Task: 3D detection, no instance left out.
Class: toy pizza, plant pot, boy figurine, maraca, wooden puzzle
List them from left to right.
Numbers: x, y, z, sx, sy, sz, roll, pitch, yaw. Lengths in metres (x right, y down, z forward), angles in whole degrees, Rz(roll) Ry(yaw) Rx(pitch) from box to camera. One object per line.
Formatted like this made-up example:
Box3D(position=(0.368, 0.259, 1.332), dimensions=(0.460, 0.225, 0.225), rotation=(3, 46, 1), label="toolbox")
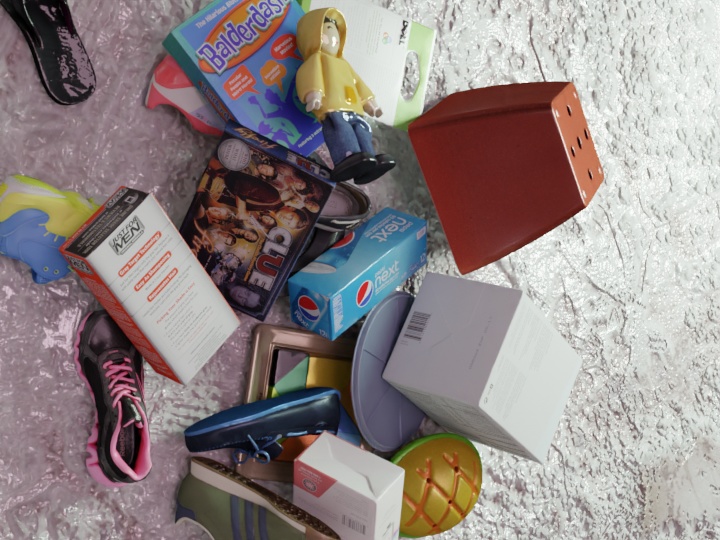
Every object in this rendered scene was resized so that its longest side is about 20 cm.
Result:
Box3D(position=(-0.055, 0.171, 1.382), dimensions=(0.198, 0.037, 0.188), rotation=(12, 83, -31), label="wooden puzzle")
Box3D(position=(-0.021, -0.195, 1.231), dimensions=(0.124, 0.064, 0.202), rotation=(5, 65, -49), label="boy figurine")
Box3D(position=(0.037, 0.127, 1.415), dimensions=(0.199, 0.031, 0.203), rotation=(-8, 100, -56), label="toy pizza")
Box3D(position=(0.070, 0.281, 1.418), dimensions=(0.198, 0.107, 0.139), rotation=(-18, 108, -22), label="maraca")
Box3D(position=(0.199, -0.137, 1.419), dimensions=(0.200, 0.174, 0.202), rotation=(-44, 115, -60), label="plant pot")

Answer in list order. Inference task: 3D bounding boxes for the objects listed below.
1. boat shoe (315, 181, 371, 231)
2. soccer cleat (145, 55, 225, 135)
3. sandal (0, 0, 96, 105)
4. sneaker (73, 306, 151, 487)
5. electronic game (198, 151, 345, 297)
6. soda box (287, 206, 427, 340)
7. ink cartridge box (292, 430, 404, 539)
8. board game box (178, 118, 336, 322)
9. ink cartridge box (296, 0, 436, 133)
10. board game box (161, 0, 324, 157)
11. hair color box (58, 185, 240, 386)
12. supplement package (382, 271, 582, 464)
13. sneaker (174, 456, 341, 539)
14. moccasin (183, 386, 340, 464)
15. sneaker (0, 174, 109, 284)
Box3D(position=(-0.080, -0.091, 1.311), dimensions=(0.198, 0.060, 0.075), rotation=(18, 73, -28), label="boat shoe")
Box3D(position=(-0.155, -0.182, 1.310), dimensions=(0.199, 0.067, 0.077), rotation=(28, 104, -23), label="soccer cleat")
Box3D(position=(-0.340, -0.279, 1.207), dimensions=(0.075, 0.048, 0.202), rotation=(-34, 107, -28), label="sandal")
Box3D(position=(-0.261, 0.140, 1.222), dimensions=(0.078, 0.095, 0.203), rotation=(-8, 92, -30), label="sneaker")
Box3D(position=(-0.105, -0.068, 1.352), dimensions=(0.198, 0.041, 0.203), rotation=(5, 79, -30), label="electronic game")
Box3D(position=(0.000, 0.000, 1.367), dimensions=(0.200, 0.067, 0.065), rotation=(-37, 137, -40), label="soda box")
Box3D(position=(-0.018, 0.304, 1.326), dimensions=(0.067, 0.115, 0.202), rotation=(-39, 143, -46), label="ink cartridge box")
Box3D(position=(-0.127, -0.051, 1.248), dimensions=(0.134, 0.035, 0.201), rotation=(25, 120, -9), label="board game box")
Box3D(position=(-0.014, -0.258, 1.394), dimensions=(0.198, 0.075, 0.150), rotation=(15, 81, -31), label="ink cartridge box")
Box3D(position=(-0.104, -0.223, 1.269), dimensions=(0.152, 0.045, 0.201), rotation=(-42, 99, -23), label="board game box")
Box3D(position=(-0.222, 0.018, 1.202), dimensions=(0.102, 0.061, 0.201), rotation=(-48, 131, -24), label="hair color box")
Box3D(position=(0.158, 0.124, 1.414), dimensions=(0.200, 0.149, 0.153), rotation=(43, 66, -47), label="supplement package")
Box3D(position=(-0.125, 0.297, 1.278), dimensions=(0.198, 0.067, 0.091), rotation=(27, 89, 13), label="sneaker")
Box3D(position=(-0.105, 0.189, 1.297), dimensions=(0.198, 0.080, 0.069), rotation=(-11, 97, -25), label="moccasin")
Box3D(position=(-0.308, -0.032, 1.221), dimensions=(0.198, 0.076, 0.106), rotation=(18, 98, -31), label="sneaker")
